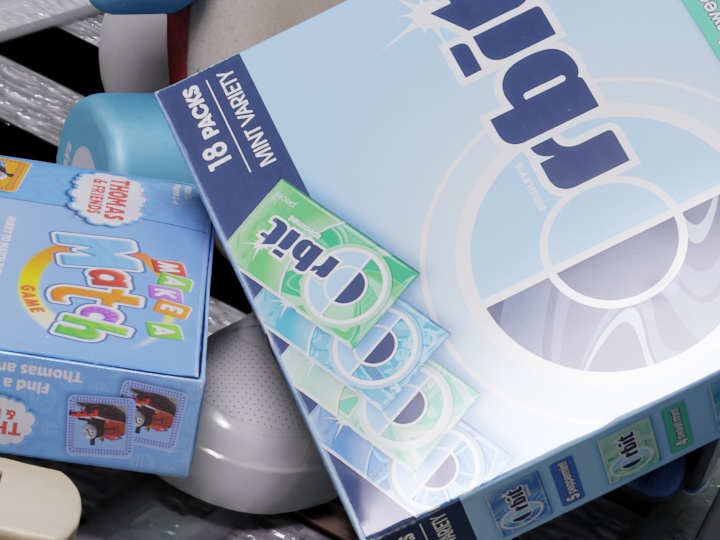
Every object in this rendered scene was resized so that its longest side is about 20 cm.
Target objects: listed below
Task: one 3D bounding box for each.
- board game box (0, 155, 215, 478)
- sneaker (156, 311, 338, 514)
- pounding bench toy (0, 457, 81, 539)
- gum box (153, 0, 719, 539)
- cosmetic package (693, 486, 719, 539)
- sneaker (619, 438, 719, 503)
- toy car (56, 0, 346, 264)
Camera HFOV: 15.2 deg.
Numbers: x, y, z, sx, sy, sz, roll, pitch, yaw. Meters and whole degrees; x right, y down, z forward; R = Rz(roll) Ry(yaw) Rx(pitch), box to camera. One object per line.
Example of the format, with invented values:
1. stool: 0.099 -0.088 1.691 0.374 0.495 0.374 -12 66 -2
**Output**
1. board game box: -0.143 0.001 0.799 0.199 0.037 0.151 8 22 -4
2. sneaker: 0.000 0.000 0.873 0.074 0.116 0.200 29 24 15
3. pounding bench toy: -0.165 0.064 0.539 0.156 0.125 0.200 26 21 14
4. gum box: 0.062 -0.024 0.794 0.045 0.199 0.170 65 -1 -59
5. cosmetic package: 0.193 0.022 0.879 0.101 0.201 0.074 24 21 11
6. sneaker: 0.095 0.035 0.898 0.077 0.085 0.200 20 -13 9
7. toy car: -0.042 -0.097 1.024 0.184 0.178 0.200 -4 17 -26
